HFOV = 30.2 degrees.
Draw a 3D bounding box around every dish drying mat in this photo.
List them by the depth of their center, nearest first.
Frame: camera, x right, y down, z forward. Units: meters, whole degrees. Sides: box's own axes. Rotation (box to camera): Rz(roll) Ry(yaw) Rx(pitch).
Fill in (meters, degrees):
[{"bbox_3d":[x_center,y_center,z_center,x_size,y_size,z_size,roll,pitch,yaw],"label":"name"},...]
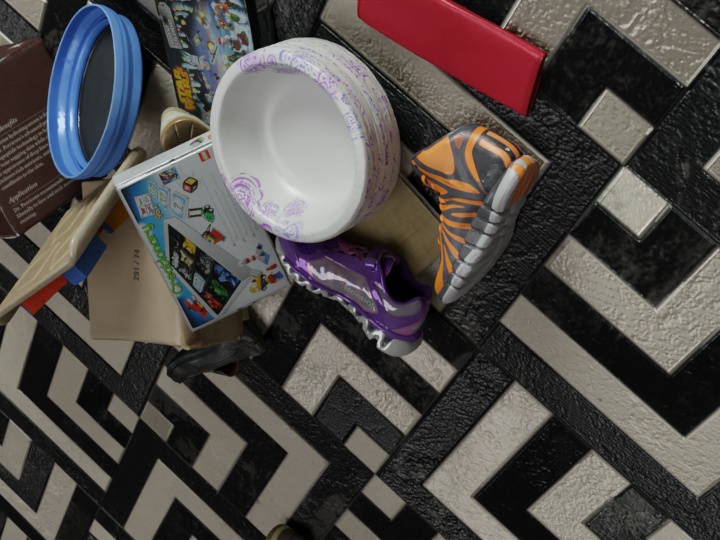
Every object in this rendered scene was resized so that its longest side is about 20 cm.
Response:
[{"bbox_3d":[0.083,-0.221,1.250,0.200,0.018,0.077,32,140,18],"label":"dish drying mat"}]

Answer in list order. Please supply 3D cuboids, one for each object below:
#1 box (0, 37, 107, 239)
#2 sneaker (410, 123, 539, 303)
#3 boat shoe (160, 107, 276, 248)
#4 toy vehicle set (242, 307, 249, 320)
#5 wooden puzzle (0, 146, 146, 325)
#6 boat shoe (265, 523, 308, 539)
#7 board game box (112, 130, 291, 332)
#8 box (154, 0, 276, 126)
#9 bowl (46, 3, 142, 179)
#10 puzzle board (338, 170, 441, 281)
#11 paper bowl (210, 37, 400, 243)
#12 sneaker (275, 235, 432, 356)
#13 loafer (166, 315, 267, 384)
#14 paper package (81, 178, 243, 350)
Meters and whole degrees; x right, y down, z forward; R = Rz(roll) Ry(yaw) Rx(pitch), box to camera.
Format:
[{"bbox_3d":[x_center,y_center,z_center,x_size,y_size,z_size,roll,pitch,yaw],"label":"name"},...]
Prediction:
[{"bbox_3d":[-0.463,-0.164,1.694,0.164,0.166,0.200,0,121,44],"label":"box"},{"bbox_3d":[0.097,-0.065,1.332,0.112,0.078,0.200,39,130,18],"label":"sneaker"},{"bbox_3d":[-0.150,-0.104,1.485,0.200,0.072,0.065,46,-173,-30],"label":"boat shoe"},{"bbox_3d":[-0.218,0.016,1.682,0.200,0.026,0.125,-16,83,47],"label":"toy vehicle set"},{"bbox_3d":[-0.321,-0.031,1.516,0.046,0.185,0.200,40,135,-16],"label":"wooden puzzle"},{"bbox_3d":[-0.084,0.463,1.941,0.066,0.072,0.201,10,124,44],"label":"boat shoe"},{"bbox_3d":[-0.170,-0.042,1.452,0.035,0.126,0.200,-122,8,-59],"label":"board game box"},{"bbox_3d":[-0.150,-0.226,1.447,0.137,0.040,0.200,19,134,33],"label":"box"},{"bbox_3d":[-0.306,-0.204,1.531,0.200,0.039,0.201,-12,75,55],"label":"bowl"},{"bbox_3d":[0.009,-0.048,1.467,0.151,0.017,0.200,49,141,1],"label":"puzzle board"},{"bbox_3d":[-0.047,-0.136,1.355,0.200,0.104,0.201,15,118,31],"label":"paper bowl"},{"bbox_3d":[0.000,0.000,1.447,0.200,0.080,0.089,38,134,6],"label":"sneaker"},{"bbox_3d":[-0.193,0.114,1.751,0.072,0.073,0.200,47,143,-4],"label":"loafer"},{"bbox_3d":[-0.240,-0.013,1.600,0.190,0.103,0.201,1,95,43],"label":"paper package"}]
